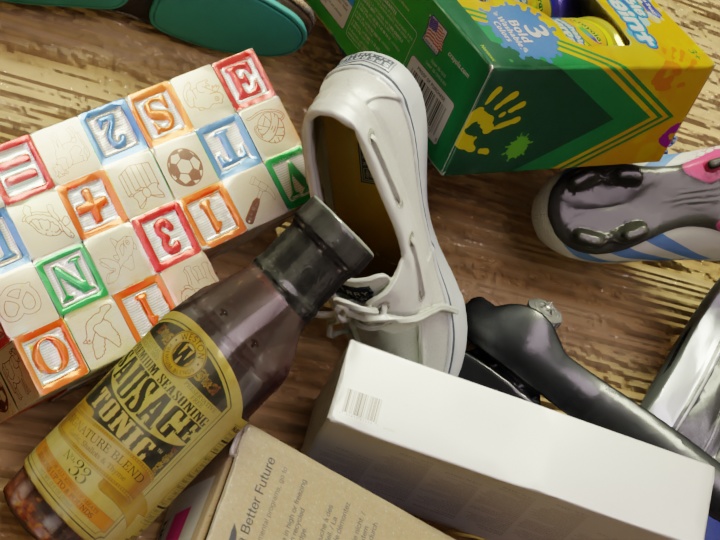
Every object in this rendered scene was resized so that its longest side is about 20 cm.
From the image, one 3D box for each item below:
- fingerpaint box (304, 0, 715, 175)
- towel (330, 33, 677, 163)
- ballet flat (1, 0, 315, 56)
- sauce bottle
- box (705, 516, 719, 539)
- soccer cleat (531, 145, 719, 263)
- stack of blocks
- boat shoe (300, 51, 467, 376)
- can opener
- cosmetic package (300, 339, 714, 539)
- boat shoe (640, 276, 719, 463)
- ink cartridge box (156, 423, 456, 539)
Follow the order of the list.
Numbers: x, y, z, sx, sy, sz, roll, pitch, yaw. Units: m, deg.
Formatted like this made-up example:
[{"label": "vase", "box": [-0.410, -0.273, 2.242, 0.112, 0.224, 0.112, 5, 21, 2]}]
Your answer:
[{"label": "fingerpaint box", "box": [0.069, -0.147, 0.951, 0.165, 0.074, 0.201, -5, 46, -37]}, {"label": "towel", "box": [0.078, -0.117, 1.010, 0.198, 0.024, 0.146, -3, 49, -33]}, {"label": "ballet flat", "box": [-0.113, -0.167, 0.909, 0.198, 0.068, 0.068, 10, 61, -31]}, {"label": "sauce bottle", "box": [-0.077, 0.050, 0.795, 0.066, 0.066, 0.200, 42, 89, -12]}, {"label": "box", "box": [0.200, 0.224, 0.983, 0.121, 0.032, 0.200, 45, 56, -11]}, {"label": "soccer cleat", "box": [0.195, -0.039, 1.012, 0.197, 0.086, 0.071, 0, 88, -9]}, {"label": "stack of blocks", "box": [-0.114, -0.021, 0.857, 0.199, 0.058, 0.116, -27, 89, -36]}, {"label": "boat shoe", "box": [0.004, 0.000, 0.865, 0.086, 0.074, 0.204, -49, 141, -48]}, {"label": "can opener", "box": [0.132, 0.080, 0.953, 0.199, 0.063, 0.079, 31, 100, 5]}, {"label": "cosmetic package", "box": [0.072, 0.102, 0.883, 0.198, 0.083, 0.051, 20, 59, -6]}, {"label": "boat shoe", "box": [0.228, 0.049, 1.029, 0.068, 0.074, 0.200, 35, 56, 4]}, {"label": "ink cartridge box", "box": [-0.036, 0.202, 0.816, 0.164, 0.075, 0.202, 31, 60, -17]}]
